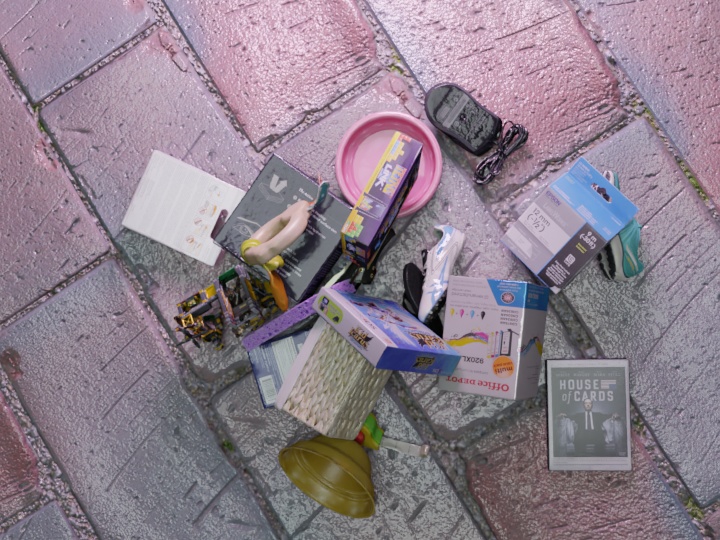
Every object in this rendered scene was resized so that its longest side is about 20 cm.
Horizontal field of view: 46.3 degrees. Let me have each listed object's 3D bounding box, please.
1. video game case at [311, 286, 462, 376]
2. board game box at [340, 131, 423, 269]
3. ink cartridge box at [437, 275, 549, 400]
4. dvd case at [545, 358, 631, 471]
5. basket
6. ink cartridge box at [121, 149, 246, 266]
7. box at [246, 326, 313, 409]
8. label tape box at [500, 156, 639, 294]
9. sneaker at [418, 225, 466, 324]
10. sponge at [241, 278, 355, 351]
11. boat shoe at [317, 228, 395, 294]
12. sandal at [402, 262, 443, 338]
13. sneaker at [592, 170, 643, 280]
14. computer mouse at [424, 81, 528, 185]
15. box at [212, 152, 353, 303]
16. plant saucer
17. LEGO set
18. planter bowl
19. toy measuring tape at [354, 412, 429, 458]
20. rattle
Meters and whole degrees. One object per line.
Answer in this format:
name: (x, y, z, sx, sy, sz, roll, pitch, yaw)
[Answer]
video game case: (0.045, 0.102, 1.405, 0.181, 0.199, 0.046, 41, 109, 40)
board game box: (0.037, -0.116, 1.453, 0.056, 0.165, 0.201, 27, 79, 6)
ink cartridge box: (0.234, 0.119, 1.480, 0.146, 0.144, 0.202, 5, 88, 27)
dvd case: (0.414, 0.262, 1.535, 0.149, 0.025, 0.202, -1, 88, 5)
basket: (-0.035, 0.187, 1.479, 0.123, 0.135, 0.201, 30, 92, 30)
ink cartridge box: (-0.337, -0.119, 1.622, 0.199, 0.047, 0.161, 25, 89, 1)
box: (-0.103, 0.173, 1.586, 0.199, 0.032, 0.122, -17, 87, 5)
label tape box: (0.367, -0.079, 1.491, 0.143, 0.066, 0.200, 46, 119, 14)
sneaker: (0.135, 0.007, 1.530, 0.072, 0.072, 0.201, 18, 62, 6)
sponge: (-0.112, 0.079, 1.515, 0.199, 0.111, 0.030, -30, 88, 30)
boat shoe: (0.001, 0.000, 1.565, 0.063, 0.074, 0.202, 41, 97, 8)
sandal: (0.111, 0.085, 1.554, 0.048, 0.075, 0.202, -22, 86, 32)
sneaker: (0.467, -0.082, 1.534, 0.079, 0.077, 0.201, -9, 91, -14)
computer mouse: (0.200, -0.267, 1.573, 0.200, 0.053, 0.139, 41, 93, -5)
box: (-0.128, -0.075, 1.558, 0.196, 0.117, 0.200, 36, 92, 6)
plant saucer: (0.053, -0.195, 1.580, 0.199, 0.051, 0.202, 0, 86, 6)
LEGO set: (-0.234, 0.092, 1.532, 0.199, 0.154, 0.116, -26, 59, 3)
planter bowl: (-0.043, 0.353, 1.524, 0.200, 0.201, 0.084, 31, 54, 6)
toy measuring tape: (0.030, 0.293, 1.543, 0.199, 0.074, 0.074, 13, 89, 11)
rattle: (-0.098, -0.051, 1.464, 0.200, 0.130, 0.143, -43, 96, -24)
